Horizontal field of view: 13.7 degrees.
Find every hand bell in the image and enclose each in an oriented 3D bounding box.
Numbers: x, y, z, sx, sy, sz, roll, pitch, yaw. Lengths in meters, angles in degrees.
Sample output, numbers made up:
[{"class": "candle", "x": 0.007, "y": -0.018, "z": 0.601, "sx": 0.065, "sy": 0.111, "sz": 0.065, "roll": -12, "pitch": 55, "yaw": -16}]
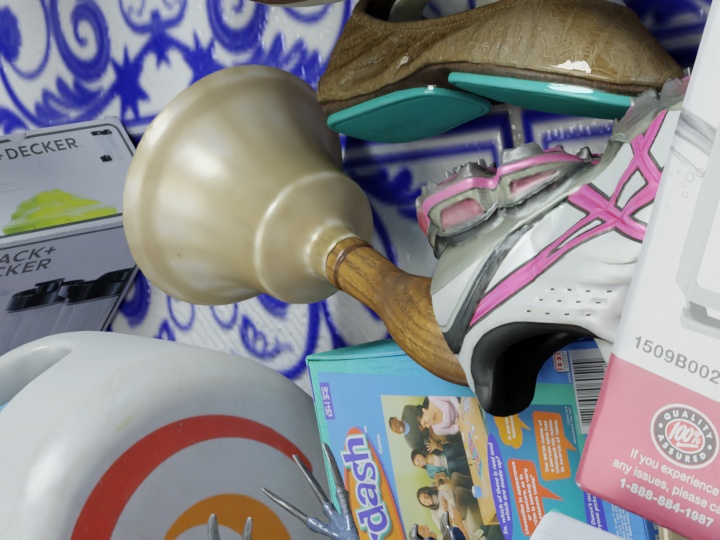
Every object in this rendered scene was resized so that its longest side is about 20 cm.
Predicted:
[{"class": "hand bell", "x": 0.000, "y": 0.000, "z": 1.151, "sx": 0.200, "sy": 0.104, "sz": 0.105, "roll": 34, "pitch": 126, "yaw": 51}]

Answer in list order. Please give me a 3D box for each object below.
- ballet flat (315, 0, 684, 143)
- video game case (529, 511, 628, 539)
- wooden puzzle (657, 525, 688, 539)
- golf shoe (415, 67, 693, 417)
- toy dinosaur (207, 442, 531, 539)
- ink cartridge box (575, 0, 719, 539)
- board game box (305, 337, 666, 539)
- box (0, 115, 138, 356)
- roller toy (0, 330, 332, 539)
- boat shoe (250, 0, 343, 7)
[{"class": "ballet flat", "x": 0.052, "y": -0.089, "z": 1.113, "sx": 0.200, "sy": 0.068, "sz": 0.073, "roll": -2, "pitch": 78, "yaw": 59}, {"class": "video game case", "x": 0.134, "y": 0.162, "z": 0.946, "sx": 0.182, "sy": 0.023, "sz": 0.200, "roll": 21, "pitch": 148, "yaw": 14}, {"class": "wooden puzzle", "x": 0.183, "y": 0.095, "z": 0.991, "sx": 0.200, "sy": 0.037, "sz": 0.186, "roll": -2, "pitch": 96, "yaw": 49}, {"class": "golf shoe", "x": 0.107, "y": -0.013, "z": 1.012, "sx": 0.200, "sy": 0.072, "sz": 0.092, "roll": -25, "pitch": 70, "yaw": 42}, {"class": "toy dinosaur", "x": -0.014, "y": 0.150, "z": 1.108, "sx": 0.181, "sy": 0.105, "sz": 0.201, "roll": -37, "pitch": 63, "yaw": 35}, {"class": "ink cartridge box", "x": 0.164, "y": -0.007, "z": 0.889, "sx": 0.146, "sy": 0.083, "sz": 0.201, "roll": 24, "pitch": 111, "yaw": 27}, {"class": "board game box", "x": 0.063, "y": 0.099, "z": 1.153, "sx": 0.200, "sy": 0.045, "sz": 0.153, "roll": -6, "pitch": 95, "yaw": 55}, {"class": "box", "x": -0.182, "y": 0.018, "z": 1.417, "sx": 0.060, "sy": 0.116, "sz": 0.200, "roll": 60, "pitch": 140, "yaw": 25}, {"class": "roller toy", "x": -0.097, "y": 0.120, "z": 1.269, "sx": 0.140, "sy": 0.199, "sz": 0.183, "roll": 7, "pitch": 94, "yaw": 55}, {"class": "boat shoe", "x": 0.012, "y": -0.134, "z": 1.089, "sx": 0.202, "sy": 0.075, "sz": 0.075, "roll": 6, "pitch": 100, "yaw": 43}]
